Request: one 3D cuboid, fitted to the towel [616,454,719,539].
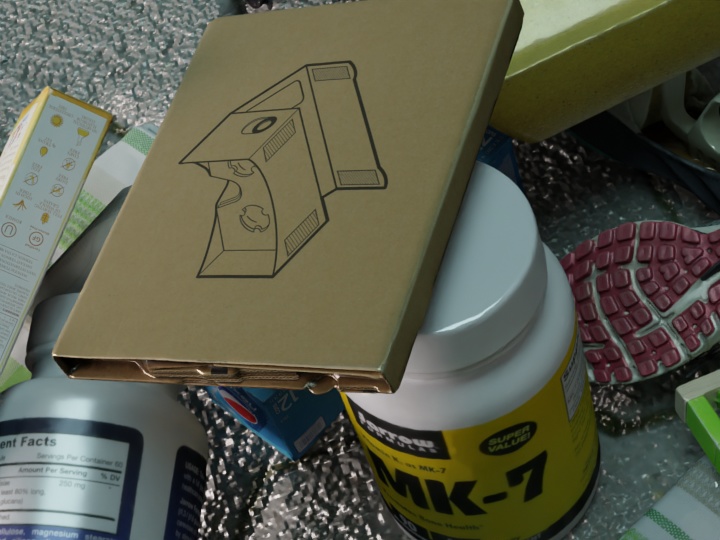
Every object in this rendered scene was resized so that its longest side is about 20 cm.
[{"bbox_3d":[0.181,0.156,0.775,0.200,0.031,0.149,-42,57,-16],"label":"towel"}]

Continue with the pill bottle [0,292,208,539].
[{"bbox_3d":[-0.132,0.118,0.810,0.111,0.111,0.201,0,67,14],"label":"pill bottle"}]

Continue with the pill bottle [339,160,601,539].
[{"bbox_3d":[0.046,0.045,0.782,0.114,0.200,0.115,-7,54,10],"label":"pill bottle"}]

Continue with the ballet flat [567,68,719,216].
[{"bbox_3d":[0.182,-0.078,0.915,0.073,0.073,0.200,-41,56,-15],"label":"ballet flat"}]

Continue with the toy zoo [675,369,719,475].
[{"bbox_3d":[0.249,0.106,0.770,0.131,0.020,0.200,-21,49,-9],"label":"toy zoo"}]

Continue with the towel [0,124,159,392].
[{"bbox_3d":[-0.143,0.017,0.953,0.149,0.031,0.200,33,71,33],"label":"towel"}]

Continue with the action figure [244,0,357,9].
[{"bbox_3d":[0.005,-0.208,1.035,0.199,0.102,0.119,5,55,21],"label":"action figure"}]

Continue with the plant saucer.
[{"bbox_3d":[0.127,-0.129,0.913,0.200,0.049,0.200,-26,18,-3],"label":"plant saucer"}]

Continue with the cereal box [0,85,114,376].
[{"bbox_3d":[-0.186,0.011,0.846,0.039,0.144,0.200,24,85,-16],"label":"cereal box"}]

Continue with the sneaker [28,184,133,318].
[{"bbox_3d":[-0.093,-0.004,0.861,0.200,0.089,0.075,-32,18,40],"label":"sneaker"}]

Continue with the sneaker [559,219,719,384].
[{"bbox_3d":[0.183,0.011,0.845,0.200,0.075,0.081,-18,69,27],"label":"sneaker"}]

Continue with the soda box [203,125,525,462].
[{"bbox_3d":[0.000,0.000,0.910,0.068,0.064,0.200,31,68,32],"label":"soda box"}]

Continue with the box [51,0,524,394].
[{"bbox_3d":[-0.029,-0.037,0.726,0.163,0.021,0.200,0,54,30],"label":"box"}]
